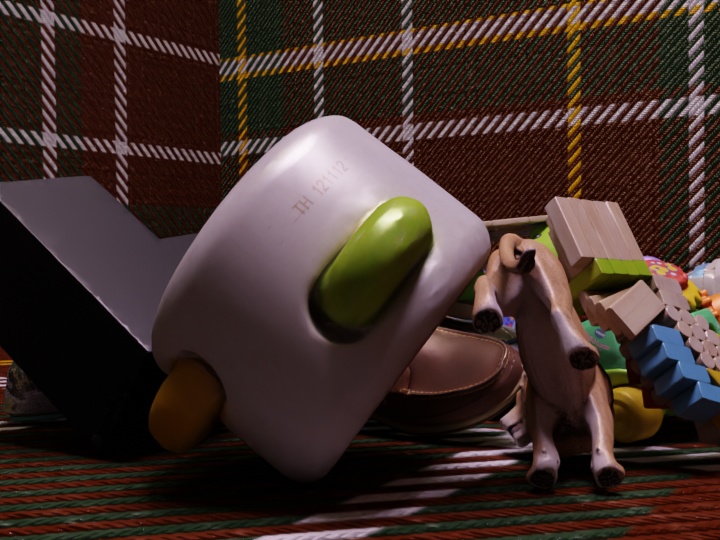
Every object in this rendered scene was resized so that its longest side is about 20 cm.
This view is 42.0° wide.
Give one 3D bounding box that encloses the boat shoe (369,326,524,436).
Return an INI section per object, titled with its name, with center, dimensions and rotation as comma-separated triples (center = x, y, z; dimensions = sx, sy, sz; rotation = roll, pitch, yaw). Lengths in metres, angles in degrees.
[boat shoe]
center = 0.025, 0.070, 0.676
dimensions = 0.198, 0.073, 0.068
rotation = -5, -46, 41

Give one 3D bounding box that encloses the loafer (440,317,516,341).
[loafer]
center = 0.065, 0.073, 0.902
dimensions = 0.196, 0.077, 0.070
rotation = -1, -3, 0

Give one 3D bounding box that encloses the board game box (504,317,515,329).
[board game box]
center = 0.161, 0.054, 1.079
dimensions = 0.132, 0.046, 0.199
rotation = -2, 2, -23

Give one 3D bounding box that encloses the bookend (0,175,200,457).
[bookend]
center = -0.168, 0.012, 0.702
dimensions = 0.199, 0.093, 0.198
rotation = 40, 26, 19

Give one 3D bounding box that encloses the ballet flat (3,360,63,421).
[ballet flat]
center = -0.186, 0.084, 0.748
dimensions = 0.196, 0.073, 0.072
rotation = -1, 1, -4

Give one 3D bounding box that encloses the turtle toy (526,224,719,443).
[turtle toy]
center = 0.192, 0.035, 0.695
dimensions = 0.144, 0.103, 0.199
rotation = -11, 31, -37

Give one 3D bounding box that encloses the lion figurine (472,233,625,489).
[lion figurine]
center = 0.106, 0.042, 0.533
dimensions = 0.071, 0.202, 0.123
rotation = -7, 33, 11

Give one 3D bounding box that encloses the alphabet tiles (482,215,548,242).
[alphabet tiles]
center = 0.101, -0.031, 0.797
dimensions = 0.197, 0.006, 0.166
rotation = -6, -4, -21

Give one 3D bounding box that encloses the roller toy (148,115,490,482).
[roller toy]
center = -0.027, 0.014, 0.545
dimensions = 0.139, 0.201, 0.182
rotation = 37, 24, 7

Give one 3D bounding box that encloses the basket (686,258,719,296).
[basket]
center = 0.366, 0.039, 0.738
dimensions = 0.198, 0.142, 0.175
rotation = -10, -4, 38

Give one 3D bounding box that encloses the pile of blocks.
[pile of blocks]
center = 0.171, 0.047, 0.579
dimensions = 0.082, 0.201, 0.062
rotation = -23, -20, -44

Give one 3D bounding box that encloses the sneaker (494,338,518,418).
[sneaker]
center = 0.124, 0.088, 0.755
dimensions = 0.196, 0.072, 0.083
rotation = 2, 24, -12

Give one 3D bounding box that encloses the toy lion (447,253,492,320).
[toy lion]
center = 0.000, 0.000, 0.909
dimensions = 0.189, 0.070, 0.199
rotation = 2, 6, -37
